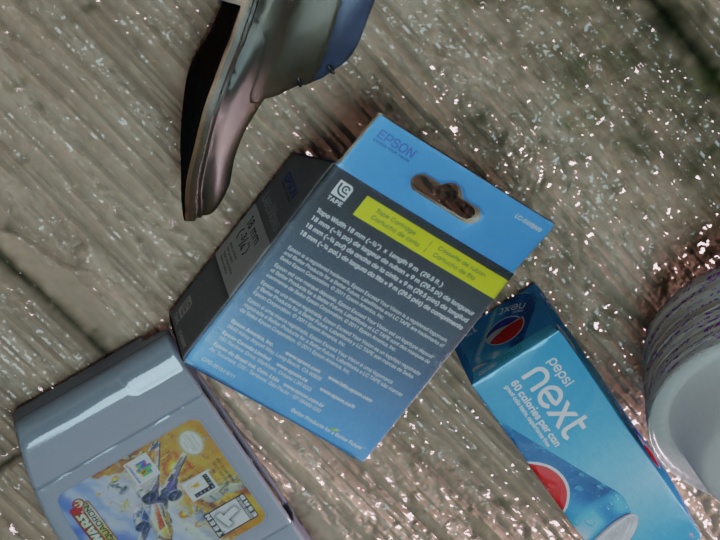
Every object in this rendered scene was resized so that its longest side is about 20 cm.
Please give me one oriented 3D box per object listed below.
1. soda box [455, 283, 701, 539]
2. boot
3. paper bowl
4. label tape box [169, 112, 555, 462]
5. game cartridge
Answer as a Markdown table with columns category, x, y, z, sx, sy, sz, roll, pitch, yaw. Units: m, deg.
| category | x | y | z | sx | sy | sz | roll | pitch | yaw |
| --- | --- | --- | --- | --- | --- | --- | --- | --- | --- |
| soda box | 0.140 | 0.109 | 1.895 | 0.068 | 0.064 | 0.200 | -32 | 120 | 6 |
| boot | -0.049 | -0.115 | 1.721 | 0.096 | 0.075 | 0.201 | 8 | 115 | -13 |
| paper bowl | 0.279 | 0.085 | 1.851 | 0.200 | 0.105 | 0.201 | 0 | 142 | 0 |
| label tape box | 0.000 | 0.000 | 1.802 | 0.144 | 0.063 | 0.200 | 31 | 108 | -25 |
| game cartridge | -0.129 | 0.143 | 1.871 | 0.133 | 0.042 | 0.200 | -32 | 121 | 1 |
